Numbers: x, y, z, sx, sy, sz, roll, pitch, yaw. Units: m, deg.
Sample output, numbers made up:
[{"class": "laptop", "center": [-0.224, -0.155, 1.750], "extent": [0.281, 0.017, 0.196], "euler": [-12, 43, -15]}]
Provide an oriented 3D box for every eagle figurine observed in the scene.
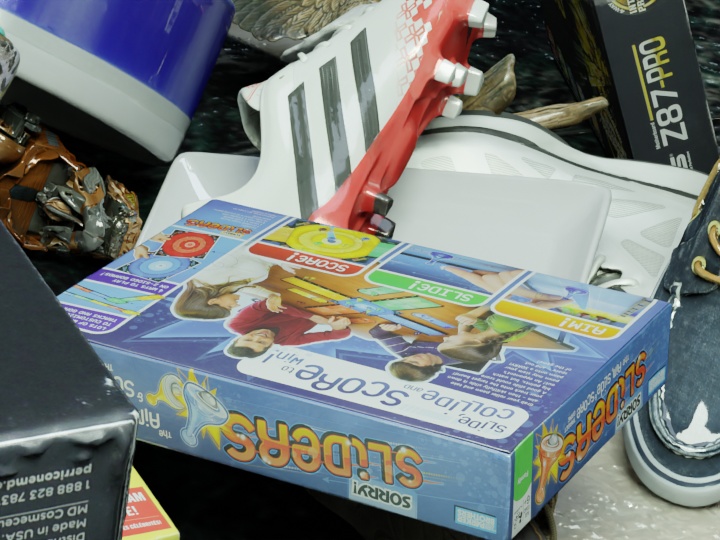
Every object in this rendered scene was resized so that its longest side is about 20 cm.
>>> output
[{"class": "eagle figurine", "center": [0.011, -0.127, 1.146], "extent": [0.151, 0.151, 0.201], "euler": [2, 53, -24]}]

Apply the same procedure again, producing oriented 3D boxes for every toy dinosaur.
[{"class": "toy dinosaur", "center": [-0.194, -0.052, 1.032], "extent": [0.199, 0.103, 0.136], "euler": [6, 4, 23]}]

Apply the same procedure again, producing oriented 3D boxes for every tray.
[{"class": "tray", "center": [0.000, 0.000, 0.990], "extent": [0.198, 0.022, 0.108], "euler": [5, 46, 18]}]

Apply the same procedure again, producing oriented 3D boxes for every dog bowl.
[{"class": "dog bowl", "center": [-0.159, -0.124, 1.051], "extent": [0.199, 0.079, 0.200], "euler": [24, -4, 2]}]

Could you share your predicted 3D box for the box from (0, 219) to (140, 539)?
[{"class": "box", "center": [-0.162, 0.080, 0.678], "extent": [0.122, 0.200, 0.200], "euler": [-9, 34, -27]}]

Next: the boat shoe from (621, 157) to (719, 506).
[{"class": "boat shoe", "center": [0.158, -0.009, 0.943], "extent": [0.070, 0.091, 0.201], "euler": [20, 68, 9]}]

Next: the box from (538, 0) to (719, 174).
[{"class": "box", "center": [0.122, -0.136, 1.173], "extent": [0.049, 0.162, 0.200], "euler": [-17, 34, -1]}]

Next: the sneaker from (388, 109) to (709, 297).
[{"class": "sneaker", "center": [0.083, -0.008, 1.026], "extent": [0.199, 0.076, 0.116], "euler": [7, 28, -9]}]

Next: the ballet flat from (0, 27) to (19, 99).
[{"class": "ballet flat", "center": [-0.210, -0.033, 0.927], "extent": [0.199, 0.072, 0.072], "euler": [-20, 19, 25]}]

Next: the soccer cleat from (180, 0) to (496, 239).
[{"class": "soccer cleat", "center": [-0.004, -0.074, 0.990], "extent": [0.085, 0.069, 0.201], "euler": [21, 63, 12]}]

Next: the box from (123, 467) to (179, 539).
[{"class": "box", "center": [-0.140, 0.064, 0.861], "extent": [0.075, 0.050, 0.200], "euler": [-7, 34, -27]}]

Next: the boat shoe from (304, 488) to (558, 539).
[{"class": "boat shoe", "center": [0.039, 0.081, 0.861], "extent": [0.073, 0.075, 0.200], "euler": [-7, 35, -26]}]

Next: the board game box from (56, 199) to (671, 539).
[{"class": "board game box", "center": [-0.006, 0.029, 0.843], "extent": [0.199, 0.035, 0.135], "euler": [14, 27, 27]}]
